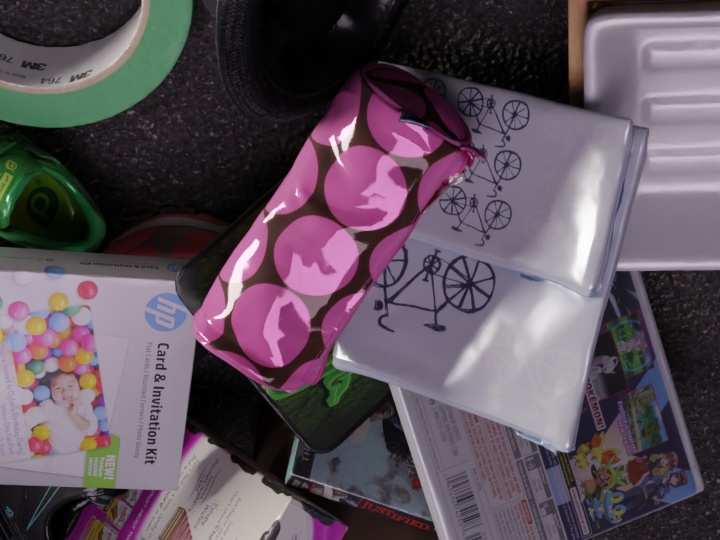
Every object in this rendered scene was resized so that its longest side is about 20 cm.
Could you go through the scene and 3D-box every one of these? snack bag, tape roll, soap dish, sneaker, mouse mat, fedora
[{"bbox_3d":[0.066,-0.010,1.103,0.187,0.021,0.202,18,101,32],"label":"snack bag"},{"bbox_3d":[-0.195,-0.181,1.099,0.198,0.048,0.202,3,129,4],"label":"tape roll"},{"bbox_3d":[0.204,-0.096,1.108,0.155,0.082,0.201,-1,128,6],"label":"soap dish"},{"bbox_3d":[-0.239,-0.069,1.153,0.199,0.083,0.075,29,83,-32],"label":"sneaker"},{"bbox_3d":[0.000,0.000,1.174,0.200,0.008,0.161,-41,110,-4],"label":"mouse mat"},{"bbox_3d":[-0.043,-0.184,1.040,0.091,0.200,0.202,35,133,23],"label":"fedora"},{"bbox_3d":[-0.172,0.113,1.283,0.200,0.080,0.075,-41,159,12],"label":"sneaker"},{"bbox_3d":[-0.090,0.010,1.216,0.198,0.087,0.074,-3,127,8],"label":"sneaker"}]

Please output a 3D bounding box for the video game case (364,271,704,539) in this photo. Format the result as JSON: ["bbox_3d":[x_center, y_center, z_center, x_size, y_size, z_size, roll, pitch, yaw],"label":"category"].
[{"bbox_3d":[0.114,0.081,1.197,0.181,0.023,0.202,-20,98,-11],"label":"video game case"}]

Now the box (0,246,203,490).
[{"bbox_3d":[-0.208,0.063,1.177,0.198,0.041,0.157,4,115,-13],"label":"box"}]

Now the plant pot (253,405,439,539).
[{"bbox_3d":[0.014,0.188,1.294,0.198,0.175,0.202,3,128,4],"label":"plant pot"}]

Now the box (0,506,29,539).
[{"bbox_3d":[-0.325,0.182,1.304,0.122,0.199,0.201,-10,127,13],"label":"box"}]

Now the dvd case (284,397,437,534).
[{"bbox_3d":[0.057,0.108,1.247,0.198,0.147,0.022,19,148,-9],"label":"dvd case"}]

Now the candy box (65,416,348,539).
[{"bbox_3d":[-0.113,0.186,1.261,0.061,0.199,0.137,32,87,-39],"label":"candy box"}]

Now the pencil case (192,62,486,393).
[{"bbox_3d":[-0.014,-0.021,1.091,0.093,0.091,0.201,36,109,5],"label":"pencil case"}]
